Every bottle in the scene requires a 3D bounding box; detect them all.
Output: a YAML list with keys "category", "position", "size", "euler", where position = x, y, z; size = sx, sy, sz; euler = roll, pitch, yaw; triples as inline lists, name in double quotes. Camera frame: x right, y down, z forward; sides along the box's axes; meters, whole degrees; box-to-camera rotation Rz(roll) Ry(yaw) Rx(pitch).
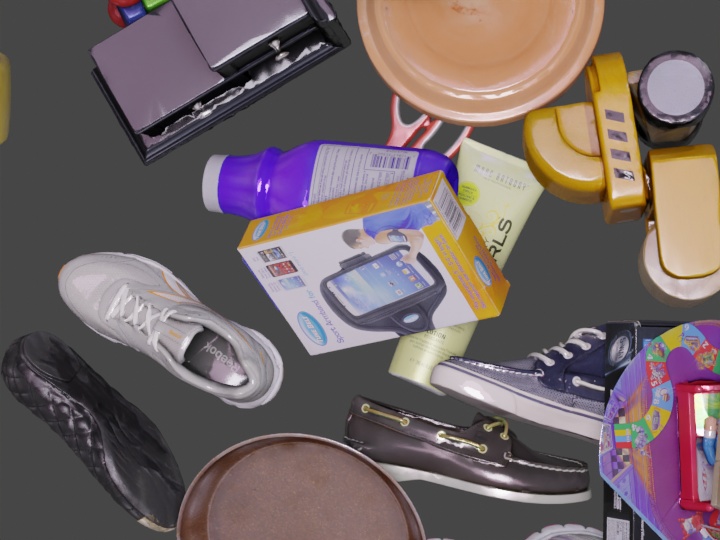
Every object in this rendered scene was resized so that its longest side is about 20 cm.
- category: "bottle"
  position: [-0.025, -0.060, 1.418]
  size: [0.199, 0.065, 0.084]
  euler: [5, 77, 16]

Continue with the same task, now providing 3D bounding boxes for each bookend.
- category: "bookend"
  position: [-0.117, -0.172, 1.370]
  size: [0.198, 0.200, 0.092]
  euler: [-30, 90, 2]

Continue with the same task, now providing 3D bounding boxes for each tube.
- category: "tube"
  position: [0.080, -0.002, 1.427]
  size: [0.058, 0.052, 0.201]
  euler: [27, 84, -37]

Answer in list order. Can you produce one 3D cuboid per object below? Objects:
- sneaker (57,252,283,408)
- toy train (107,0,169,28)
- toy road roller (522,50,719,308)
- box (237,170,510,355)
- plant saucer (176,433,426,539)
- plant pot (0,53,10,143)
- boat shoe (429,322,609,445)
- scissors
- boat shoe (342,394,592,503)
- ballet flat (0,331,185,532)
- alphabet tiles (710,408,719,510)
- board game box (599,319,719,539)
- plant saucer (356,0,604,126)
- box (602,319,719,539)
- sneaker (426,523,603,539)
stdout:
- category: "sneaker"
  position: [-0.153, 0.042, 1.420]
  size: [0.200, 0.092, 0.076]
  euler: [27, 89, 5]
- category: "toy train"
  position: [-0.183, -0.302, 1.447]
  size: [0.115, 0.085, 0.201]
  euler: [-25, 86, -7]
- category: "toy road roller"
  position: [0.203, -0.068, 1.381]
  size: [0.145, 0.123, 0.201]
  euler: [-8, 83, 5]
- category: "box"
  position: [0.000, 0.000, 1.377]
  size: [0.199, 0.042, 0.119]
  euler: [-15, 124, 30]
- category: "plant saucer"
  position: [-0.044, 0.212, 1.406]
  size: [0.199, 0.035, 0.201]
  euler: [4, 112, 10]
- category: "plant pot"
  position: [-0.375, -0.076, 1.394]
  size: [0.200, 0.201, 0.190]
  euler: [5, 103, 5]
- category: "boat shoe"
  position: [0.156, 0.078, 1.399]
  size: [0.199, 0.075, 0.093]
  euler: [18, 83, -14]
- category: "scissors"
  position: [0.019, -0.070, 1.450]
  size: [0.073, 0.014, 0.200]
  euler: [34, 90, 5]
- category: "boat shoe"
  position: [0.085, 0.141, 1.407]
  size: [0.200, 0.072, 0.061]
  euler: [8, 92, 7]
- category: "ballet flat"
  position: [-0.212, 0.131, 1.450]
  size: [0.200, 0.057, 0.066]
  euler: [49, 49, 3]
- category: "alphabet tiles"
  position: [0.320, 0.134, 1.337]
  size: [0.167, 0.008, 0.201]
  euler: [25, 64, -36]
- category: "board game box"
  position: [0.273, 0.135, 1.330]
  size: [0.200, 0.039, 0.158]
  euler: [46, 71, -18]
- category: "plant saucer"
  position: [0.096, -0.216, 1.434]
  size: [0.199, 0.032, 0.201]
  euler: [-1, 83, 5]
- category: "box"
  position: [0.263, 0.139, 1.373]
  size: [0.160, 0.044, 0.201]
  euler: [3, 87, -25]
- category: "sneaker"
  position: [0.132, 0.250, 1.367]
  size: [0.199, 0.088, 0.082]
  euler: [-4, 108, -21]
